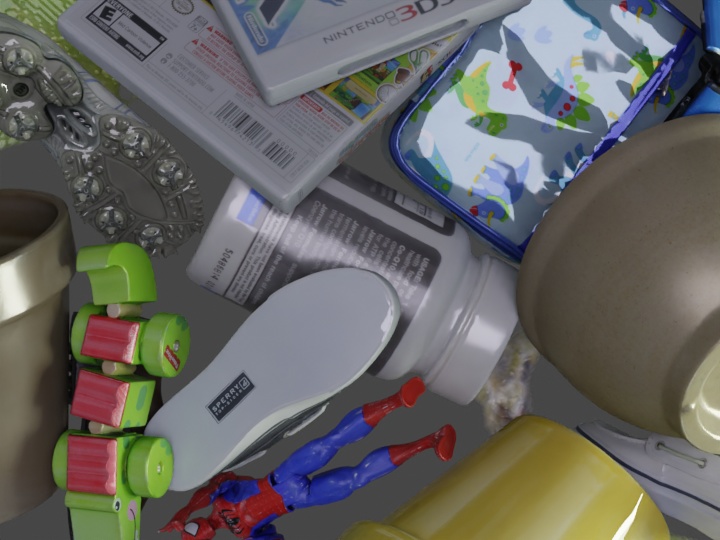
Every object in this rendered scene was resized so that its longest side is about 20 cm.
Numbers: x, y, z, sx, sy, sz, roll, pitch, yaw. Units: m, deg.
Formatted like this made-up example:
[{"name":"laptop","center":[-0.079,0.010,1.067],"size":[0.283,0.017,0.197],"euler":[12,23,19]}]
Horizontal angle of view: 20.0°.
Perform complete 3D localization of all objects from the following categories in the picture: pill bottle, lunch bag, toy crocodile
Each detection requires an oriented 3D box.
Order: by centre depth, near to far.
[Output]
[{"name":"toy crocodile","center":[-0.151,0.082,1.233],"size":[0.067,0.062,0.201],"euler":[8,94,22]},{"name":"pill bottle","center":[0.000,0.000,1.303],"size":[0.200,0.114,0.114],"euler":[28,89,-4]},{"name":"lunch bag","center":[0.125,-0.109,1.329],"size":[0.161,0.082,0.200],"euler":[39,89,-8]}]

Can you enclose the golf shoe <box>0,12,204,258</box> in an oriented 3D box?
[{"name":"golf shoe","center":[-0.174,-0.094,1.307],"size":[0.078,0.097,0.200],"euler":[-36,122,9]}]

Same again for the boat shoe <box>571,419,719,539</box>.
[{"name":"boat shoe","center":[0.220,0.130,1.302],"size":[0.200,0.073,0.067],"euler":[27,96,38]}]

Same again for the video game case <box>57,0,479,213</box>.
[{"name":"video game case","center":[-0.058,-0.155,1.280],"size":[0.200,0.023,0.182],"euler":[38,70,20]}]

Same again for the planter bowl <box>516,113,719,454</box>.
[{"name":"planter bowl","center":[0.212,0.026,1.233],"size":[0.200,0.135,0.201],"euler":[-15,134,-17]}]

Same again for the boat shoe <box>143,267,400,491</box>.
[{"name":"boat shoe","center":[-0.047,0.067,1.257],"size":[0.200,0.068,0.072],"euler":[-43,75,21]}]

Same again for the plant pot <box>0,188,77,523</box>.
[{"name":"plant pot","center":[-0.258,0.063,1.258],"size":[0.200,0.200,0.174],"euler":[-13,108,-4]}]

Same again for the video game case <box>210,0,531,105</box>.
[{"name":"video game case","center":[-0.016,-0.214,1.283],"size":[0.182,0.022,0.200],"euler":[-22,63,-12]}]

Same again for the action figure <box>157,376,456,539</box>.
[{"name":"action figure","center":[-0.044,0.143,1.284],"size":[0.200,0.099,0.065],"euler":[-28,101,28]}]

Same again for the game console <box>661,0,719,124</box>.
[{"name":"game console","center":[0.253,-0.108,1.321],"size":[0.200,0.118,0.171],"euler":[18,121,-38]}]

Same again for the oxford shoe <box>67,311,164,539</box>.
[{"name":"oxford shoe","center":[-0.148,0.129,1.316],"size":[0.084,0.073,0.201],"euler":[2,95,-16]}]

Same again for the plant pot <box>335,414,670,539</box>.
[{"name":"plant pot","center":[0.088,0.201,1.284],"size":[0.201,0.201,0.189],"euler":[43,72,-4]}]
